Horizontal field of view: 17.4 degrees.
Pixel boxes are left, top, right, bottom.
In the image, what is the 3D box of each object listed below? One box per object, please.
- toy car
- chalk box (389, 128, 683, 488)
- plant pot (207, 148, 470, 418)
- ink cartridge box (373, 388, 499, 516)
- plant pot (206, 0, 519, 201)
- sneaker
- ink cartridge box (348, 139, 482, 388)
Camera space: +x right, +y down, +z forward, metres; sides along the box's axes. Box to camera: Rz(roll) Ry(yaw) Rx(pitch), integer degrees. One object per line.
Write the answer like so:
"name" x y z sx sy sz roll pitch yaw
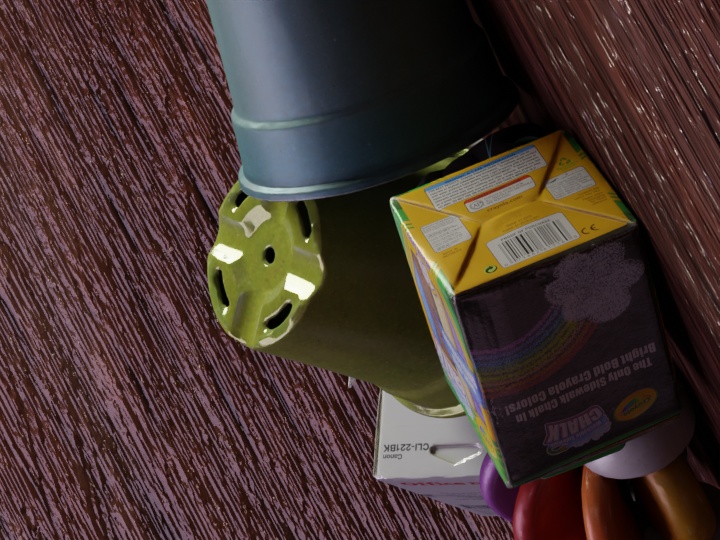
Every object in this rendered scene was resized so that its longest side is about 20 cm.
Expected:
"toy car" 0.157 0.133 1.616 0.175 0.150 0.200 62 179 -38
"chalk box" 0.114 0.039 1.456 0.124 0.124 0.200 -120 10 -53
"plant pot" 0.000 0.000 1.671 0.184 0.201 0.201 8 -139 -40
"ink cartridge box" 0.119 0.141 1.872 0.200 0.144 0.084 25 -116 -58
"plant pot" -0.018 -0.175 1.555 0.200 0.200 0.197 -121 11 -69
"sneaker" 0.105 -0.056 1.556 0.076 0.079 0.200 54 -160 4
"ink cartridge box" 0.051 -0.001 1.892 0.117 0.067 0.201 -55 -20 -56
